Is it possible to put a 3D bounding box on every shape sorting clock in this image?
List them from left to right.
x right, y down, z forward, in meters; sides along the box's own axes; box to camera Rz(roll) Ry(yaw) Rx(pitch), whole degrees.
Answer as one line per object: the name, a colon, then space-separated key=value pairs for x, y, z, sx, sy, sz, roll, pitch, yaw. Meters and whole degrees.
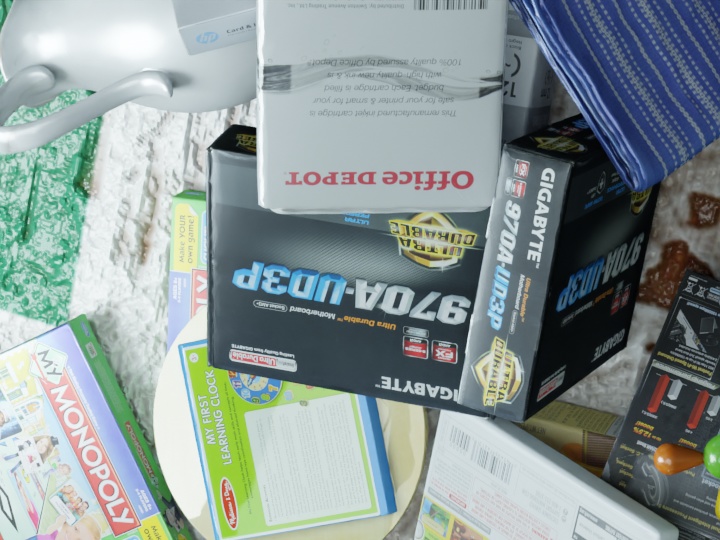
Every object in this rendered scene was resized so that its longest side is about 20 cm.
shape sorting clock: x=-0.048 y=0.105 z=1.560 sx=0.198 sy=0.039 sz=0.202 roll=1 pitch=94 yaw=16

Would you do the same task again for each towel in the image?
towel: x=0.184 y=-0.145 z=1.377 sx=0.024 sy=0.200 sz=0.145 roll=-30 pitch=93 yaw=50

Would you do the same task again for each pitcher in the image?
pitcher: x=-0.143 y=-0.144 z=1.498 sx=0.198 sy=0.172 sz=0.122 roll=-5 pitch=135 yaw=21

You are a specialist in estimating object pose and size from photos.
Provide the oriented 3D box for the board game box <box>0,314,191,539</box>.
board game box: x=-0.214 y=0.149 z=1.655 sx=0.134 sy=0.029 sz=0.201 roll=-24 pitch=94 yaw=22

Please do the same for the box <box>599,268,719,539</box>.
box: x=0.266 y=0.110 z=1.441 sx=0.199 sy=0.050 sz=0.159 roll=21 pitch=76 yaw=12

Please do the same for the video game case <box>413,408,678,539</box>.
video game case: x=0.106 y=0.201 z=1.461 sx=0.200 sy=0.023 sz=0.183 roll=31 pitch=118 yaw=43

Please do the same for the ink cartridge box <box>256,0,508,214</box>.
ink cartridge box: x=0.011 y=-0.142 z=1.351 sx=0.144 sy=0.084 sz=0.202 roll=-1 pitch=116 yaw=-4

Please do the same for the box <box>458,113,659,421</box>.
box: x=0.128 y=-0.010 z=1.411 sx=0.046 sy=0.200 sz=0.160 roll=16 pitch=107 yaw=21

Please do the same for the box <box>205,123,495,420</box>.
box: x=0.000 y=0.000 z=1.469 sx=0.198 sy=0.046 sz=0.160 roll=10 pitch=118 yaw=16

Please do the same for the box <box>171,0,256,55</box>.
box: x=-0.056 y=-0.246 z=1.439 sx=0.155 sy=0.041 sz=0.201 roll=-14 pitch=69 yaw=3

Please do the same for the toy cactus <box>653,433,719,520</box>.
toy cactus: x=0.240 y=0.057 z=1.348 sx=0.101 sy=0.201 sz=0.165 roll=14 pitch=151 yaw=3

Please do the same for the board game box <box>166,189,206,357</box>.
board game box: x=-0.068 y=0.052 z=1.591 sx=0.133 sy=0.029 sz=0.202 roll=7 pitch=105 yaw=16

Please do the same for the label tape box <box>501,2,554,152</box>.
label tape box: x=0.047 y=-0.112 z=1.476 sx=0.142 sy=0.066 sz=0.202 roll=10 pitch=97 yaw=15

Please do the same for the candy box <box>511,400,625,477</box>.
candy box: x=0.160 y=0.157 z=1.525 sx=0.198 sy=0.055 sz=0.116 roll=13 pitch=105 yaw=14
